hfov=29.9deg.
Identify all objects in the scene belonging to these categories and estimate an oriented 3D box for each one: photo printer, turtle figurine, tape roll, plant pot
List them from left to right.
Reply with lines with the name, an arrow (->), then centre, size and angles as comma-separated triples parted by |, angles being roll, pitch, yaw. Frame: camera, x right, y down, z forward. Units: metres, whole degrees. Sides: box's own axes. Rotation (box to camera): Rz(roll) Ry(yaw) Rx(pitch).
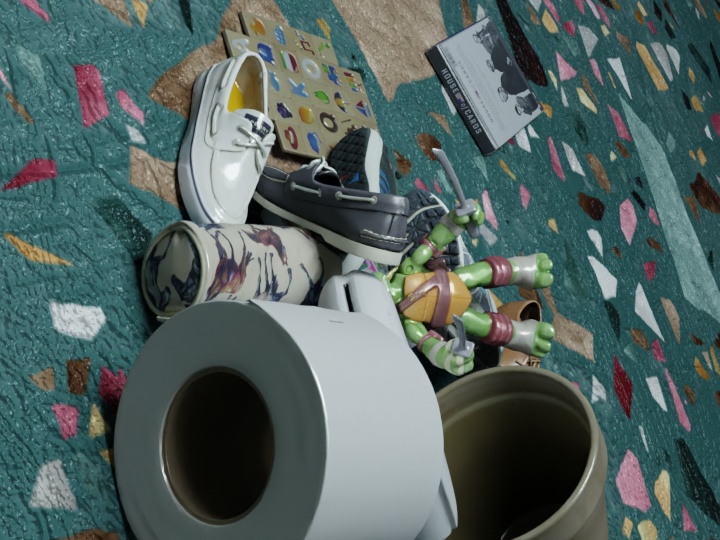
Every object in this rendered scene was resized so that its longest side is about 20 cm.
tape roll -> -0.059, 0.125, 0.968 | 0.139, 0.202, 0.204 | 10, 59, -53
photo printer -> 0.020, 0.109, 1.126 | 0.167, 0.069, 0.200 | -104, 176, -52
turtle figurine -> 0.106, 0.019, 1.217 | 0.193, 0.200, 0.144 | 6, 47, -35
plant pot -> 0.148, 0.218, 1.238 | 0.201, 0.199, 0.174 | -81, 149, -44

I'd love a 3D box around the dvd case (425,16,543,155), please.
dvd case -> 0.164, -0.242, 1.737 | 0.151, 0.025, 0.200 | 60, 32, -6

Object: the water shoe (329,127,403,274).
water shoe -> 0.009, -0.054, 1.282 | 0.079, 0.071, 0.201 | 45, 37, -31

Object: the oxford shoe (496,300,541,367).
oxford shoe -> 0.158, 0.104, 1.427 | 0.071, 0.071, 0.201 | 44, 38, -30

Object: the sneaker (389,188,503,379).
sneaker -> 0.088, 0.013, 1.359 | 0.201, 0.077, 0.086 | 70, 20, -2

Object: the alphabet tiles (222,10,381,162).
alphabet tiles -> -0.054, -0.180, 1.369 | 0.200, 0.006, 0.167 | 10, 55, -48

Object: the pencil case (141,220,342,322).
pencil case -> -0.095, 0.006, 1.120 | 0.200, 0.078, 0.090 | 2, 79, -55

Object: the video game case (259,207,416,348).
video game case -> 0.000, 0.000, 1.318 | 0.200, 0.024, 0.183 | -27, 89, -58

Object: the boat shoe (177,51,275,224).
boat shoe -> -0.111, -0.116, 1.197 | 0.071, 0.070, 0.201 | 37, 39, -35

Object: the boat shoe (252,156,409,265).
boat shoe -> -0.027, -0.065, 1.177 | 0.072, 0.063, 0.200 | 7, 16, -43
